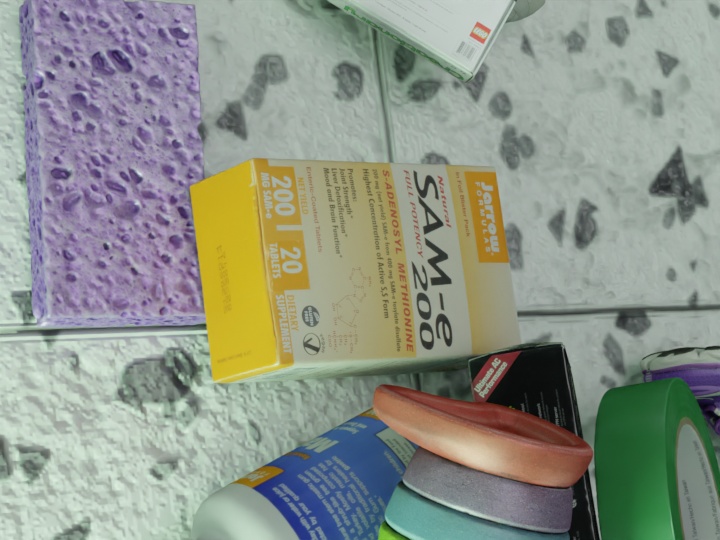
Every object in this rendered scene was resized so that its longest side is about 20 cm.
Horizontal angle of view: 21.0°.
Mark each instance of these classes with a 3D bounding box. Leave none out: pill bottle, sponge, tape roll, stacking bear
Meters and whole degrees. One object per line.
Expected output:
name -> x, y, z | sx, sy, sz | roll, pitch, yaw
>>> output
pill bottle -> -0.030, 0.163, 1.148 | 0.199, 0.112, 0.113 | -25, 91, -32
sponge -> -0.148, -0.066, 1.184 | 0.111, 0.030, 0.202 | 2, 77, -30
tape roll -> 0.199, 0.171, 1.248 | 0.200, 0.048, 0.203 | -11, 90, -70
stacking bear -> 0.052, 0.180, 1.080 | 0.121, 0.113, 0.202 | 13, 94, -38

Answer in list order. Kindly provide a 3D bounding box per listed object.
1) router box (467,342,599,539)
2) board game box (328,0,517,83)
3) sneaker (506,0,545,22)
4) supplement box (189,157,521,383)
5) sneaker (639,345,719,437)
router box -> 0.115, 0.151, 1.211 | 0.061, 0.150, 0.202 | -9, 81, 7
board game box -> 0.017, -0.228, 1.267 | 0.199, 0.035, 0.127 | 31, 83, -4
sneaker -> 0.080, -0.264, 1.347 | 0.091, 0.075, 0.202 | -4, 88, -38
supplement box -> 0.000, 0.000, 1.212 | 0.199, 0.073, 0.127 | -2, 79, -39
sneaker -> 0.280, 0.110, 1.362 | 0.199, 0.080, 0.084 | 25, 72, -23
